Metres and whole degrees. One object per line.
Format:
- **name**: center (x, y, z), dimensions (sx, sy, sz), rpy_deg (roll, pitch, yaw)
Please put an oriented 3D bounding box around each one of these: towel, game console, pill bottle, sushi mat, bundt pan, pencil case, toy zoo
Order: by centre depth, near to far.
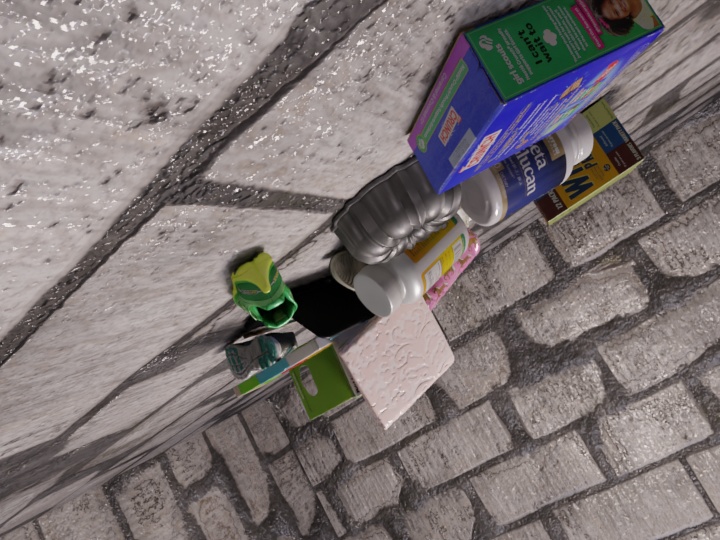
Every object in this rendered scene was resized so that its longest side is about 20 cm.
- **bundt pan**: center (0.060, -0.076, 0.743), dimensions (0.199, 0.077, 0.202), rpy_deg (-31, 172, -5)
- **pill bottle**: center (0.239, -0.159, 0.781), dimensions (0.197, 0.113, 0.111), rpy_deg (-30, 171, -13)
- **pill bottle**: center (0.082, -0.017, 0.880), dimensions (0.199, 0.113, 0.113), rpy_deg (-42, 177, -28)
- **toy zoo**: center (-0.119, 0.159, 0.947), dimensions (0.197, 0.021, 0.131), rpy_deg (-31, 173, 5)
- **towel**: center (0.071, 0.160, 0.987), dimensions (0.199, 0.193, 0.032), rpy_deg (-39, -157, -19)
- **game console**: center (-0.084, 0.087, 0.989), dimensions (0.175, 0.118, 0.198), rpy_deg (-38, 168, 35)
- **pencil case**: center (0.161, -0.003, 1.077), dimensions (0.200, 0.083, 0.087), rpy_deg (-46, 174, -21)
- **sushi mat**: center (-0.134, 0.103, 1.081), dimensions (0.197, 0.012, 0.095), rpy_deg (-14, 176, -37)

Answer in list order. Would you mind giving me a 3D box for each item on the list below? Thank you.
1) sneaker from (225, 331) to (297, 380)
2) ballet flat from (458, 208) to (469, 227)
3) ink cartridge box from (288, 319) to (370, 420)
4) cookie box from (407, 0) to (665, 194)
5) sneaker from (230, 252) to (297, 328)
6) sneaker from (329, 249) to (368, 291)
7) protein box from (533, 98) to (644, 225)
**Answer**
- **sneaker**: center (-0.197, 0.165, 1.060), dimensions (0.198, 0.080, 0.090), rpy_deg (-18, 180, 45)
- **ballet flat**: center (0.162, -0.082, 0.961), dimensions (0.070, 0.071, 0.201), rpy_deg (-26, 158, -24)
- **ink cartridge box**: center (-0.039, 0.183, 1.045), dimensions (0.196, 0.150, 0.076), rpy_deg (-25, 169, -11)
- **cookie box**: center (0.162, -0.180, 0.528), dimensions (0.197, 0.076, 0.171), rpy_deg (-29, 171, -18)
- **sneaker**: center (-0.129, 0.042, 0.712), dimensions (0.073, 0.085, 0.200), rpy_deg (-29, 171, -10)
- **sneaker**: center (0.000, 0.000, 0.956), dimensions (0.197, 0.077, 0.105), rpy_deg (6, 180, -44)
- **protein box**: center (0.431, -0.207, 1.077), dimensions (0.198, 0.137, 0.198), rpy_deg (-35, 171, 19)
